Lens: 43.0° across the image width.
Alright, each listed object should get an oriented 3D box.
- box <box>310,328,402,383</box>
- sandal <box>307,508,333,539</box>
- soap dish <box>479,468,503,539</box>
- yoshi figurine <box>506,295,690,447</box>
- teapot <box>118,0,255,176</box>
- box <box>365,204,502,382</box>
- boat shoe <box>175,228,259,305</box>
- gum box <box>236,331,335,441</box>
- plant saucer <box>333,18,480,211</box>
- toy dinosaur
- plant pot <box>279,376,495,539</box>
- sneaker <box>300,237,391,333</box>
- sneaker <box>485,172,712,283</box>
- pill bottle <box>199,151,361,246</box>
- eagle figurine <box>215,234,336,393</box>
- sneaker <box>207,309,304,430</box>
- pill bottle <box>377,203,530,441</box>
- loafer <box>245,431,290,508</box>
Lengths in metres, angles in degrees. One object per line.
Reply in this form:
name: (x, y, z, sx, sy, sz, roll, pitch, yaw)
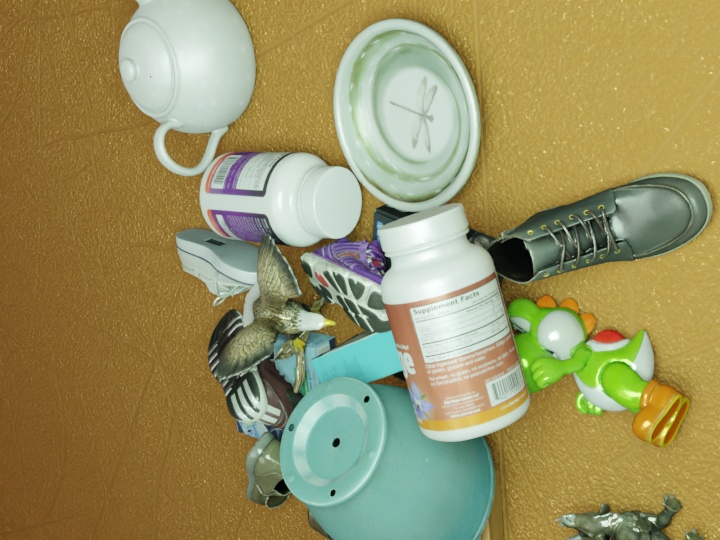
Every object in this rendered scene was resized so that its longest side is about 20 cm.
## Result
box: (0.036, 0.084, 1.014, 0.199, 0.082, 0.050, -27, 88, 47)
sandal: (-0.052, 0.305, 1.203, 0.203, 0.057, 0.080, 58, 172, 9)
soap dish: (0.087, 0.293, 1.119, 0.198, 0.081, 0.160, 10, 114, 41)
yoshi figurine: (0.212, 0.109, 0.902, 0.199, 0.111, 0.114, 35, 135, 33)
teapot: (-0.237, -0.257, 1.157, 0.200, 0.145, 0.199, 42, 132, 22)
box: (0.081, 0.040, 1.044, 0.159, 0.043, 0.203, 25, 123, 36)
boat shoe: (-0.191, 0.007, 1.276, 0.200, 0.074, 0.088, 19, 119, 41)
gum box: (-0.108, 0.164, 1.282, 0.198, 0.044, 0.173, 9, 114, 43)
plant saucer: (0.056, -0.167, 0.976, 0.198, 0.050, 0.204, 19, 119, 38)
toy dinosaur: (0.302, 0.295, 0.929, 0.200, 0.077, 0.103, 42, 144, 17)
plant pot: (0.016, 0.212, 0.986, 0.198, 0.188, 0.203, -19, 54, 28)
sneaker: (0.000, 0.000, 0.999, 0.081, 0.083, 0.200, 60, 167, -28)
sneaker: (0.215, -0.029, 0.837, 0.198, 0.105, 0.076, -17, 96, 47)
pill bottle: (-0.096, -0.088, 1.115, 0.198, 0.111, 0.114, 8, 113, 43)
eagle figurine: (-0.102, 0.053, 1.097, 0.149, 0.200, 0.154, -28, 71, 16)
sneaker: (-0.134, 0.144, 1.219, 0.076, 0.115, 0.201, -45, 37, 17)
pill bottle: (0.083, 0.046, 0.857, 0.111, 0.111, 0.204, -10, 99, 46)
loafer: (-0.118, 0.298, 1.295, 0.069, 0.076, 0.201, 31, 156, 17)
